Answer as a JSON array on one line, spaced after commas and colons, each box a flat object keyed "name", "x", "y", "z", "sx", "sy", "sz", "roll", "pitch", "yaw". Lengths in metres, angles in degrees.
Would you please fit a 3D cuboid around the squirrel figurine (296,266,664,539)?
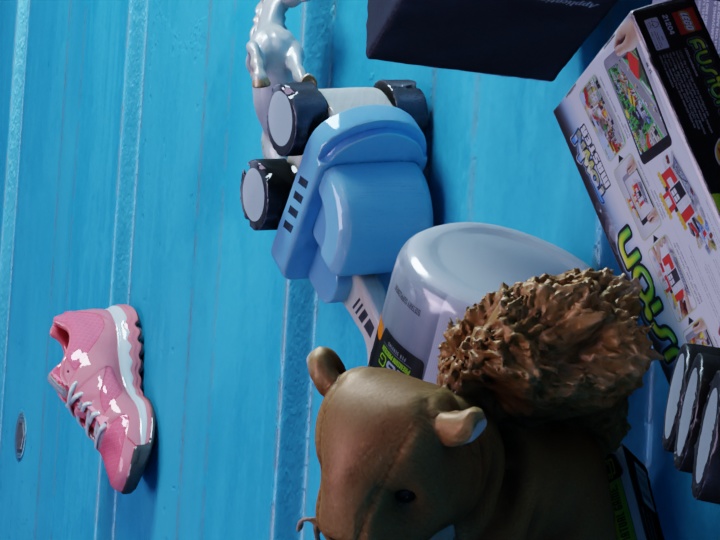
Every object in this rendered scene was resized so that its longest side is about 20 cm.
[{"name": "squirrel figurine", "x": 0.049, "y": 0.077, "z": 1.027, "sx": 0.141, "sy": 0.187, "sz": 0.200, "roll": 25, "pitch": 76, "yaw": 36}]

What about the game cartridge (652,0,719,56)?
[{"name": "game cartridge", "x": 0.181, "y": -0.103, "z": 1.057, "sx": 0.133, "sy": 0.040, "sz": 0.201, "roll": -168, "pitch": 83, "yaw": -65}]

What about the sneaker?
[{"name": "sneaker", "x": -0.240, "y": 0.118, "z": 1.996, "sx": 0.074, "sy": 0.086, "sz": 0.201, "roll": 116, "pitch": 150, "yaw": -45}]

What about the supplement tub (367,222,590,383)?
[{"name": "supplement tub", "x": 0.057, "y": 0.086, "z": 1.212, "sx": 0.123, "sy": 0.122, "sz": 0.201, "roll": -123, "pitch": 43, "yaw": -57}]

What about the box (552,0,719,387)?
[{"name": "box", "x": 0.155, "y": -0.011, "z": 1.003, "sx": 0.110, "sy": 0.035, "sz": 0.201, "roll": 126, "pitch": 125, "yaw": -66}]

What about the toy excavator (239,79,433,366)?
[{"name": "toy excavator", "x": 0.000, "y": 0.000, "z": 1.428, "sx": 0.200, "sy": 0.099, "sz": 0.195, "roll": 61, "pitch": 143, "yaw": 41}]

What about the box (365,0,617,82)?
[{"name": "box", "x": 0.081, "y": -0.234, "z": 1.178, "sx": 0.200, "sy": 0.117, "sz": 0.198, "roll": 128, "pitch": 145, "yaw": -66}]

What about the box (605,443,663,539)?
[{"name": "box", "x": 0.107, "y": 0.195, "z": 1.080, "sx": 0.110, "sy": 0.035, "sz": 0.201, "roll": -24, "pitch": 54, "yaw": 17}]

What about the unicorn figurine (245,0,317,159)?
[{"name": "unicorn figurine", "x": -0.051, "y": -0.134, "z": 1.585, "sx": 0.137, "sy": 0.073, "sz": 0.201, "roll": -110, "pitch": 25, "yaw": -67}]

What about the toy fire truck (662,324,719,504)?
[{"name": "toy fire truck", "x": 0.198, "y": -0.010, "z": 0.818, "sx": 0.176, "sy": 0.128, "sz": 0.201, "roll": -49, "pitch": -30, "yaw": -85}]
